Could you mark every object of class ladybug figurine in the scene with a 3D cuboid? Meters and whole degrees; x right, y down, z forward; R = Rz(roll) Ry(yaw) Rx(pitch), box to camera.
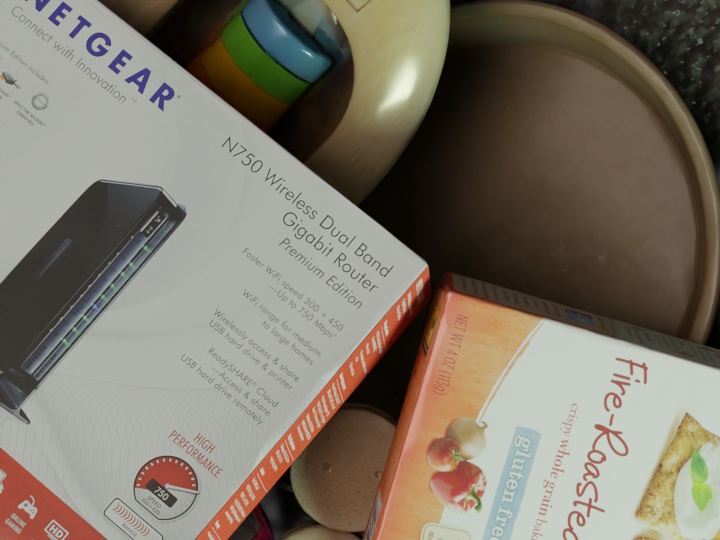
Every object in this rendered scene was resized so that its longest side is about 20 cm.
[{"bbox_3d":[-0.040,-0.083,1.046,0.200,0.072,0.136,-40,93,22],"label":"ladybug figurine"}]

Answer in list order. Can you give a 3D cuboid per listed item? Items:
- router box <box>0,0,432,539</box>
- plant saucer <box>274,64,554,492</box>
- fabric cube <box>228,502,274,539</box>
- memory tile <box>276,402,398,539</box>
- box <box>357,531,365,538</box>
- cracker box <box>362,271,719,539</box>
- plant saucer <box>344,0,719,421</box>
[{"bbox_3d":[-0.105,0.010,0.969,0.200,0.049,0.180,38,80,13],"label":"router box"},{"bbox_3d":[0.000,0.000,1.125,0.200,0.034,0.201,0,91,30],"label":"plant saucer"},{"bbox_3d":[-0.183,0.073,1.094,0.200,0.196,0.199,-37,69,-8],"label":"fabric cube"},{"bbox_3d":[0.056,0.144,1.027,0.199,0.017,0.154,16,98,-2],"label":"memory tile"},{"bbox_3d":[0.033,0.186,1.071,0.039,0.041,0.201,-8,101,36],"label":"box"},{"bbox_3d":[0.108,0.093,0.982,0.199,0.058,0.134,16,98,-3],"label":"cracker box"},{"bbox_3d":[0.059,-0.010,1.058,0.200,0.029,0.201,0,89,29],"label":"plant saucer"}]
